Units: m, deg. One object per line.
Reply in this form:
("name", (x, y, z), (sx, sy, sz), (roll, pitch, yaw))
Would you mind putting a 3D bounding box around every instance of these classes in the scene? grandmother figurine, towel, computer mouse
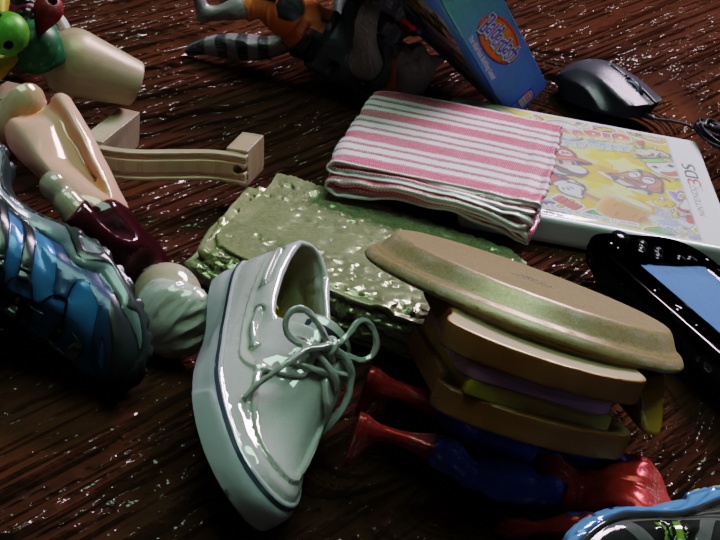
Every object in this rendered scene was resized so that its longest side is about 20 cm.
("grandmother figurine", (-0.148, -0.027, 1.077), (0.200, 0.061, 0.121), (49, 11, 28))
("towel", (0.000, 0.000, 1.149), (0.198, 0.037, 0.149), (17, 28, 9))
("towel", (0.061, -0.076, 1.270), (0.145, 0.030, 0.200), (13, 22, 6))
("computer mouse", (0.235, -0.131, 1.453), (0.199, 0.034, 0.058), (25, 23, 37))

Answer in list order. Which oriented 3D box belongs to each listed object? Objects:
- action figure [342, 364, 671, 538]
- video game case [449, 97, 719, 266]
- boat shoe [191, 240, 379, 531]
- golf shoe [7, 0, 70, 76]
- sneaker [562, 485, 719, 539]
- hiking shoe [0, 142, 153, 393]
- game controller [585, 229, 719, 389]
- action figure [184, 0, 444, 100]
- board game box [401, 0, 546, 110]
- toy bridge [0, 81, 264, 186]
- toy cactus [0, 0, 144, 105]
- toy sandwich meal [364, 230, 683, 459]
("action figure", (0.090, 0.109, 0.978), (0.198, 0.052, 0.066), (17, 34, -2))
("video game case", (0.164, -0.065, 1.347), (0.198, 0.023, 0.183), (10, 28, -6))
("boat shoe", (-0.033, 0.048, 0.973), (0.075, 0.086, 0.203), (50, 19, -25))
("golf shoe", (-0.293, -0.202, 1.353), (0.198, 0.073, 0.092), (20, 28, 13))
("sneaker", (0.153, 0.156, 0.894), (0.198, 0.072, 0.082), (-11, 30, -42))
("hiking shoe", (-0.199, 0.000, 1.004), (0.200, 0.075, 0.086), (45, 45, 13))
("game controller", (0.230, 0.032, 1.180), (0.103, 0.042, 0.200), (-6, 35, -31))
("action figure", (-0.030, -0.183, 1.441), (0.192, 0.106, 0.200), (22, 4, 1))
("board game box", (0.055, -0.213, 1.391), (0.152, 0.045, 0.200), (46, 0, 28))
("toy bridge", (-0.167, -0.085, 1.224), (0.198, 0.027, 0.067), (12, 28, 13))
("toy cactus", (-0.221, -0.156, 1.211), (0.164, 0.103, 0.199), (17, -9, -25))
("toy sandwich meal", (0.085, 0.040, 1.001), (0.203, 0.071, 0.205), (19, 6, -2))
